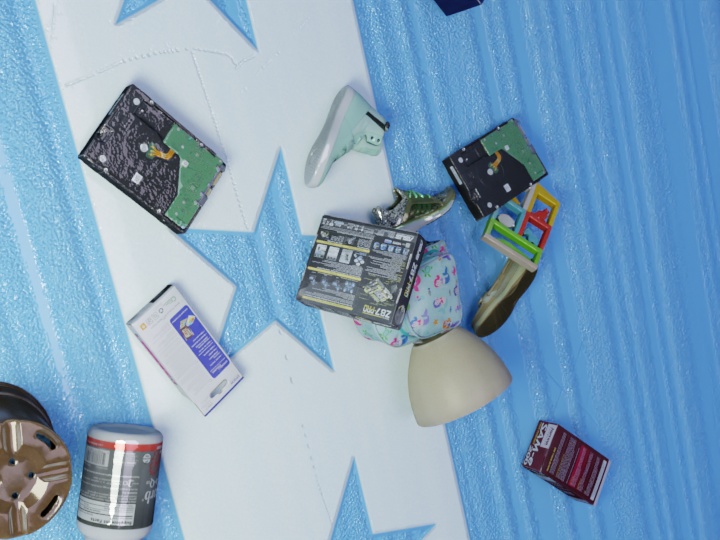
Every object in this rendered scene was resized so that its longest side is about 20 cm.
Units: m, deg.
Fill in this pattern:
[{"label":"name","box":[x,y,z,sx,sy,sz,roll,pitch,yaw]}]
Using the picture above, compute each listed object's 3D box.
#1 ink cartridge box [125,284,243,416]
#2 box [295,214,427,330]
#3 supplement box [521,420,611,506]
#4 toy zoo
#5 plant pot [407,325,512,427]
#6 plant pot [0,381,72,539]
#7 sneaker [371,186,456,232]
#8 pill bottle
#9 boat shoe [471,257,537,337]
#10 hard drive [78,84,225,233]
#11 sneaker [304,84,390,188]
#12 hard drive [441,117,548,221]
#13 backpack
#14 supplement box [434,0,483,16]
[{"label":"ink cartridge box","box":[-0.281,0.130,1.459,0.095,0.037,0.201,-44,111,-26]},{"label":"box","box":[0.000,0.000,1.549,0.049,0.197,0.164,37,68,-58]},{"label":"supplement box","box":[0.445,0.415,1.938,0.199,0.060,0.110,36,71,-30]},{"label":"toy zoo","box":[0.332,-0.113,1.833,0.130,0.020,0.202,31,63,-9]},{"label":"plant pot","box":[0.165,0.181,1.674,0.199,0.200,0.136,-30,95,-29]},{"label":"plant pot","box":[-0.491,0.262,1.224,0.197,0.197,0.204,0,91,-33]},{"label":"sneaker","box":[0.100,-0.124,1.690,0.199,0.077,0.090,-33,100,-31]},{"label":"pill bottle","box":[-0.365,0.340,1.360,0.114,0.115,0.204,8,87,-33]},{"label":"boat shoe","box":[0.281,0.048,1.827,0.202,0.063,0.073,-52,143,-15]},{"label":"hard drive","box":[-0.322,-0.171,1.414,0.199,0.038,0.141,39,71,-28]},{"label":"sneaker","box":[-0.018,-0.215,1.599,0.117,0.073,0.203,31,72,-24]},{"label":"hard drive","box":[0.270,-0.204,1.799,0.199,0.038,0.141,-33,93,-28]},{"label":"backpack","box":[0.082,0.045,1.638,0.197,0.150,0.181,-17,107,-27]},{"label":"supplement box","box":[0.214,-0.607,1.728,0.109,0.108,0.201,44,68,-26]}]
